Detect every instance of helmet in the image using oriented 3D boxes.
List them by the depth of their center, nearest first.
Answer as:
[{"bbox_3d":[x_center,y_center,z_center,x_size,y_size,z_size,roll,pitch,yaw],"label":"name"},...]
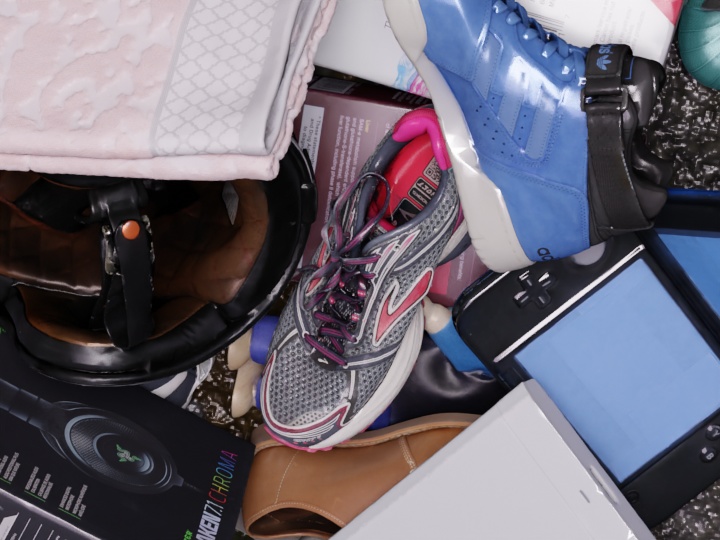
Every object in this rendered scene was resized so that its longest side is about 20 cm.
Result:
[{"bbox_3d":[-0.139,-0.051,1.113,0.191,0.200,0.200,36,107,41],"label":"helmet"}]

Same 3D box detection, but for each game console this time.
[{"bbox_3d":[0.176,0.055,1.115,0.171,0.118,0.200,-38,121,5],"label":"game console"}]

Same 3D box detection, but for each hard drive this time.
[{"bbox_3d":[0.053,0.169,1.131,0.200,0.026,0.132,-41,79,20],"label":"hard drive"}]

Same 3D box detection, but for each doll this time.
[{"bbox_3d":[0.028,0.059,1.200,0.199,0.049,0.137,8,135,8],"label":"doll"}]

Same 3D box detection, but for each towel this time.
[{"bbox_3d":[-0.102,-0.131,1.015,0.190,0.032,0.200,4,58,21],"label":"towel"}]

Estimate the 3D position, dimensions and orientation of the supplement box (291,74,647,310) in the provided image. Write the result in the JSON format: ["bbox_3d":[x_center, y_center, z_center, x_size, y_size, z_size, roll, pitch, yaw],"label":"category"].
[{"bbox_3d":[0.049,-0.037,1.187,0.199,0.061,0.109,11,103,7],"label":"supplement box"}]

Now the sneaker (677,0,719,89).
[{"bbox_3d":[0.232,-0.179,1.123,0.071,0.080,0.200,33,103,-3],"label":"sneaker"}]

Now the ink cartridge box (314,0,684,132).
[{"bbox_3d":[0.069,-0.161,1.119,0.199,0.145,0.146,18,103,5],"label":"ink cartridge box"}]

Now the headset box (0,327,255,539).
[{"bbox_3d":[-0.170,0.116,1.123,0.200,0.174,0.093,28,110,-6],"label":"headset box"}]

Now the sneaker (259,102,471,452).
[{"bbox_3d":[0.000,0.000,1.120,0.081,0.075,0.200,31,99,22],"label":"sneaker"}]

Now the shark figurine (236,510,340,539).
[{"bbox_3d":[-0.038,0.220,1.235,0.128,0.089,0.215,15,100,7],"label":"shark figurine"}]

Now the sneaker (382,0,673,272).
[{"bbox_3d":[0.083,-0.102,1.011,0.111,0.077,0.200,-14,105,20],"label":"sneaker"}]

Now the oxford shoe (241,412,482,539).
[{"bbox_3d":[0.027,0.123,1.186,0.199,0.071,0.071,-7,141,25],"label":"oxford shoe"}]

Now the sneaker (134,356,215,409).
[{"bbox_3d":[-0.168,0.021,1.222,0.199,0.079,0.130,42,102,-1],"label":"sneaker"}]
